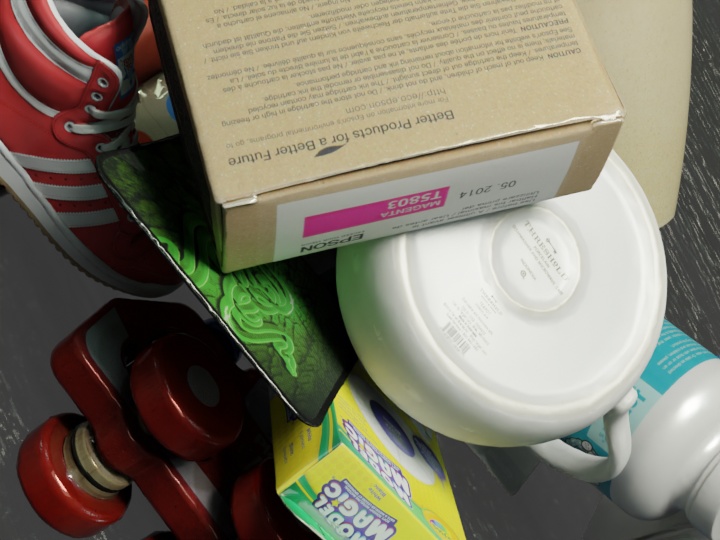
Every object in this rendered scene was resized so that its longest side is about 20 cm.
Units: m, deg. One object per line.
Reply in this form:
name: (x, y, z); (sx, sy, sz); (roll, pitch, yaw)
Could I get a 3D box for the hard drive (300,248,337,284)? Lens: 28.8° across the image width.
hard drive: (-0.011, -0.068, 0.897); (0.199, 0.043, 0.135); (-34, 65, -27)

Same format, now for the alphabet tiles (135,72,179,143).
alphabet tiles: (-0.160, -0.159, 0.848); (0.196, 0.015, 0.200); (50, 60, -17)

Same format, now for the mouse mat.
mouse mat: (-0.058, -0.005, 0.725); (0.161, 0.008, 0.200); (51, 13, -3)

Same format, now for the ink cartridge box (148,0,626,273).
ink cartridge box: (0.006, -0.104, 0.687); (0.197, 0.075, 0.167); (-12, 66, -11)

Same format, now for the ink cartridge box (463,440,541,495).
ink cartridge box: (0.104, 0.037, 1.006); (0.163, 0.050, 0.200); (49, 61, -9)

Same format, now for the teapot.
teapot: (0.066, 0.011, 0.787); (0.195, 0.146, 0.203); (6, 76, -21)

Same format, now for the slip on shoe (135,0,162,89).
slip on shoe: (-0.121, -0.152, 0.828); (0.199, 0.061, 0.075); (-32, 102, -31)

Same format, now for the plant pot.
plant pot: (0.151, -0.125, 0.960); (0.186, 0.186, 0.203); (-28, 108, -43)

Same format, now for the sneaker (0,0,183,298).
sneaker: (-0.132, -0.072, 0.747); (0.200, 0.112, 0.072); (47, 30, -31)

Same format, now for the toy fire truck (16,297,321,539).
toy fire truck: (-0.084, 0.101, 0.782); (0.201, 0.112, 0.168); (53, 23, -6)

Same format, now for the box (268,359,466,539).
box: (0.002, 0.103, 0.753); (0.117, 0.048, 0.201); (48, 13, -23)

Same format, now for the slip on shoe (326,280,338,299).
slip on shoe: (0.000, 0.000, 0.910); (0.060, 0.076, 0.202); (37, 57, -29)

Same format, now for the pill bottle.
pill bottle: (0.165, 0.079, 0.882); (0.110, 0.112, 0.200); (-16, 44, -42)

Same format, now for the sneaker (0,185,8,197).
sneaker: (-0.209, -0.027, 0.752); (0.115, 0.075, 0.202); (-14, 77, -45)

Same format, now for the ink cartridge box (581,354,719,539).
ink cartridge box: (0.273, 0.173, 0.993); (0.148, 0.144, 0.200); (48, 47, -10)
